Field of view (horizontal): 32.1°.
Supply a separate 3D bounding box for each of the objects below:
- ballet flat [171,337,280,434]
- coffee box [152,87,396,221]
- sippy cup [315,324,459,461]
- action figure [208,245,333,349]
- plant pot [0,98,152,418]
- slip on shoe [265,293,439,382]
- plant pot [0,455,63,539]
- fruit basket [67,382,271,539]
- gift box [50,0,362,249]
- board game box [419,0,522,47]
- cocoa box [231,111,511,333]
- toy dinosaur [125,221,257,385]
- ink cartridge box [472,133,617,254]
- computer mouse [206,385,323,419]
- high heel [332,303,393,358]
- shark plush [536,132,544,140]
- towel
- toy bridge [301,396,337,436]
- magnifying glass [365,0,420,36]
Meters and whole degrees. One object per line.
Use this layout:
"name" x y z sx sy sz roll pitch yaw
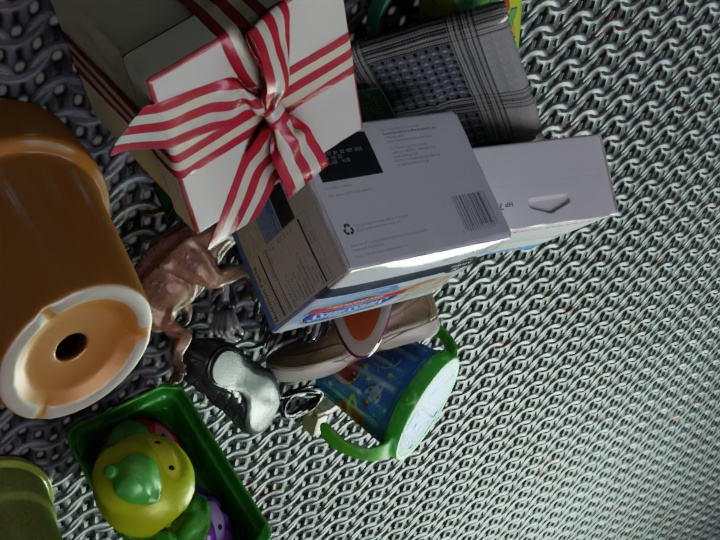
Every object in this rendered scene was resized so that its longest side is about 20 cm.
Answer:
"ballet flat" -0.131 0.115 1.288 0.067 0.057 0.200 -58 152 -16
"coffee box" -0.075 -0.105 1.118 0.199 0.044 0.123 -14 159 -37
"sippy cup" 0.025 0.125 1.433 0.178 0.130 0.140 -20 138 -62
"action figure" -0.083 0.022 1.225 0.118 0.103 0.200 -1 157 13
"plant pot" -0.254 0.004 0.938 0.199 0.183 0.201 -30 145 -24
"slip on shoe" -0.011 0.063 1.358 0.198 0.076 0.061 -16 113 -7
"plant pot" -0.341 0.313 1.183 0.200 0.184 0.201 -29 144 -24
"fruit basket" -0.194 0.209 1.221 0.155 0.216 0.217 -24 142 -30
"gift box" -0.117 -0.145 0.929 0.200 0.187 0.185 -38 147 -14
"board game box" 0.105 -0.242 1.186 0.102 0.048 0.201 -42 153 -23
"cocoa box" 0.004 -0.045 1.100 0.199 0.134 0.131 -13 162 -41
"toy dinosaur" -0.172 0.001 1.094 0.200 0.086 0.136 -44 123 -2
"ink cartridge box" 0.143 -0.068 1.263 0.145 0.087 0.200 -8 172 -19
"computer mouse" -0.107 0.133 1.399 0.200 0.034 0.059 20 101 -57
"high heel" 0.000 0.000 1.234 0.067 0.202 0.096 3 158 -1
"shark plush" 0.158 -0.145 1.401 0.083 0.091 0.200 -36 174 22
"towel" 0.066 -0.157 1.180 0.191 0.035 0.200 -13 146 11
"toy bridge" 0.012 0.150 1.558 0.199 0.027 0.068 -16 135 -39
"magnifying glass" 0.034 -0.200 1.198 0.079 0.022 0.201 -29 147 -32
